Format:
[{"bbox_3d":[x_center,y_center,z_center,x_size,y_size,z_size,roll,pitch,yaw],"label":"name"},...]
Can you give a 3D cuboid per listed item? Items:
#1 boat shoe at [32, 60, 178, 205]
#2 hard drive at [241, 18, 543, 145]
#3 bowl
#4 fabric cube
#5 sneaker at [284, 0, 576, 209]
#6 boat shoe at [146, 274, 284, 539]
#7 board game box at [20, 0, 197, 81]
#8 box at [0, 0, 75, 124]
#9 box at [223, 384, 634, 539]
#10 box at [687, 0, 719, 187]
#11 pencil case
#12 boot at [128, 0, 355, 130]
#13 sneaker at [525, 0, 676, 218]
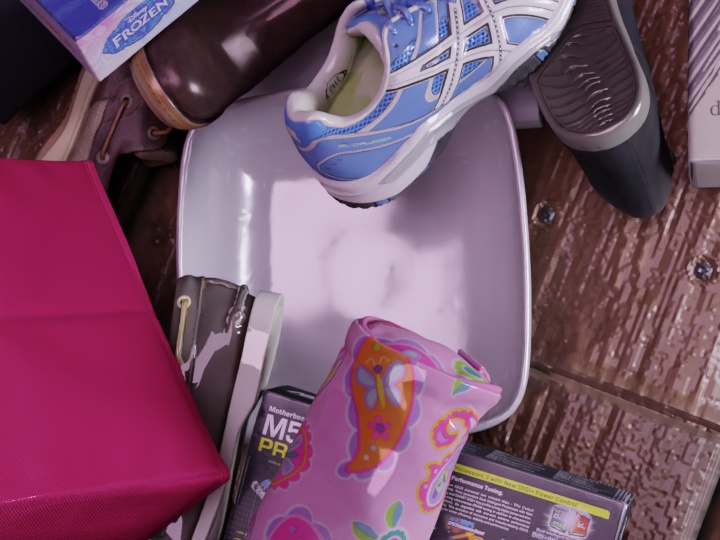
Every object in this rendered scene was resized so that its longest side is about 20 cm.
[{"bbox_3d":[-0.139,-0.086,1.024,0.072,0.072,0.201,30,89,2],"label":"boat shoe"},{"bbox_3d":[0.006,-0.143,1.015,0.199,0.026,0.133,-4,80,13],"label":"hard drive"},{"bbox_3d":[0.000,0.000,0.966,0.199,0.075,0.201,-3,83,12],"label":"bowl"},{"bbox_3d":[-0.224,0.075,0.837,0.196,0.199,0.201,-41,65,32],"label":"fabric cube"},{"bbox_3d":[0.040,-0.123,0.885,0.200,0.077,0.076,-51,51,0],"label":"sneaker"},{"bbox_3d":[-0.094,0.103,0.903,0.060,0.072,0.203,16,89,3],"label":"boat shoe"},{"bbox_3d":[-0.124,-0.229,0.895,0.199,0.041,0.200,-41,66,-10],"label":"board game box"},{"bbox_3d":[-0.220,-0.236,1.021,0.200,0.123,0.199,-42,67,4],"label":"box"},{"bbox_3d":[0.025,0.164,0.891,0.199,0.044,0.161,16,93,13],"label":"box"},{"bbox_3d":[0.220,-0.150,0.942,0.082,0.068,0.201,-1,80,12],"label":"box"},{"bbox_3d":[-0.006,0.125,0.836,0.087,0.087,0.201,26,96,16],"label":"pencil case"},{"bbox_3d":[-0.028,-0.159,0.907,0.166,0.200,0.072,-26,108,27],"label":"boot"},{"bbox_3d":[0.122,-0.128,0.958,0.074,0.106,0.201,-16,58,14],"label":"sneaker"}]
